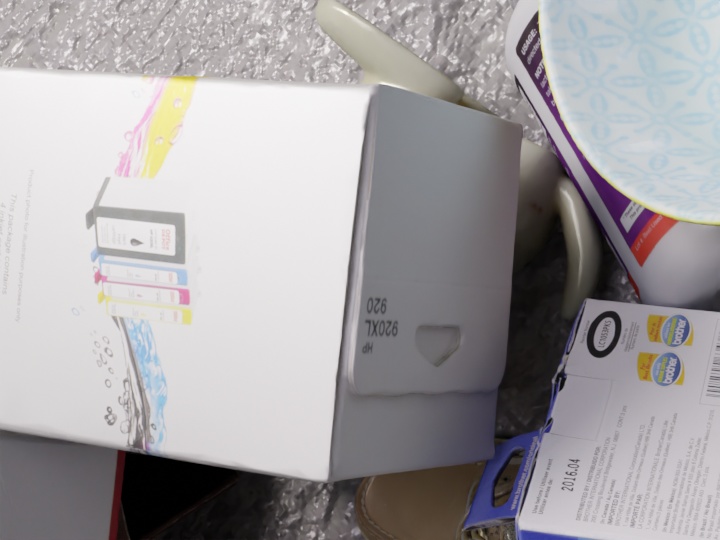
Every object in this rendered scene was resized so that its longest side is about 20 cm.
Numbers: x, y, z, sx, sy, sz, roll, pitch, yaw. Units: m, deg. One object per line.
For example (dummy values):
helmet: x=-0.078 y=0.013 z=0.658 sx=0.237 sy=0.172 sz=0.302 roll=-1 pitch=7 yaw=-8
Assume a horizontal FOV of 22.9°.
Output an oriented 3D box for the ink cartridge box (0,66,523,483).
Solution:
ink cartridge box: x=-0.054 y=-0.002 z=0.724 sx=0.199 sy=0.147 sz=0.146 roll=6 pitch=92 yaw=28

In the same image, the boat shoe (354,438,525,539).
boat shoe: x=0.076 y=0.113 z=0.805 sx=0.199 sy=0.065 sz=0.073 roll=8 pitch=81 yaw=33

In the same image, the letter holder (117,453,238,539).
letter holder: x=-0.157 y=0.114 z=0.941 sx=0.199 sy=0.142 sz=0.101 roll=-1 pitch=107 yaw=35

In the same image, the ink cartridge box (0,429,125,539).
ink cartridge box: x=-0.200 y=0.135 z=0.794 sx=0.199 sy=0.083 sz=0.148 roll=3 pitch=85 yaw=47

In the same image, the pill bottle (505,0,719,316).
pill bottle: x=0.137 y=-0.077 z=0.795 sx=0.112 sy=0.112 sz=0.201 roll=-36 pitch=60 yaw=18

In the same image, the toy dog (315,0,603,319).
toy dog: x=0.000 y=0.000 z=0.862 sx=0.194 sy=0.140 sz=0.200 roll=36 pitch=96 yaw=4

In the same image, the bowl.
bowl: x=0.174 y=-0.110 z=0.670 sx=0.200 sy=0.107 sz=0.201 roll=-9 pitch=78 yaw=49

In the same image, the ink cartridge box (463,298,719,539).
ink cartridge box: x=0.142 y=0.085 z=0.703 sx=0.199 sy=0.077 sz=0.137 roll=7 pitch=40 yaw=17
